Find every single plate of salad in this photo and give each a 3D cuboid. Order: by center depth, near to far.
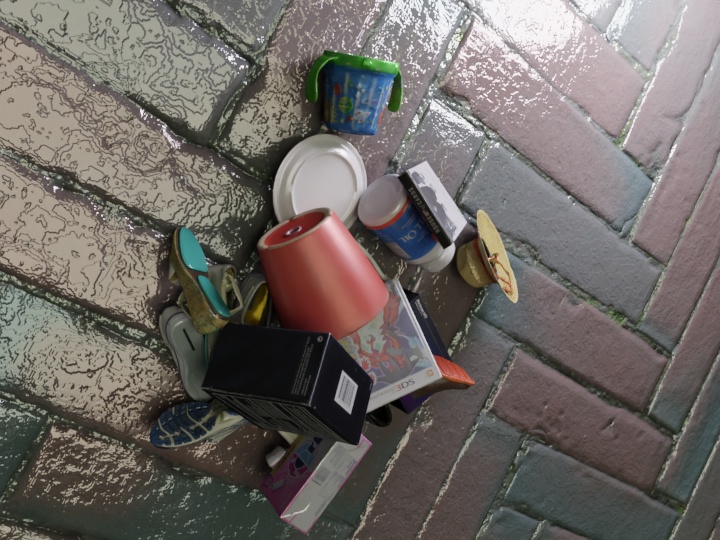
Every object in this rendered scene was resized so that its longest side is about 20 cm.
[{"bbox_3d":[-0.075,-0.145,1.264,0.199,0.048,0.202,-13,113,-33],"label":"plate of salad"}]

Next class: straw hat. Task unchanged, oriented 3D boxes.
[{"bbox_3d":[0.243,-0.015,1.434,0.085,0.202,0.202,-22,116,23],"label":"straw hat"}]

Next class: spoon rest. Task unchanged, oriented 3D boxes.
[{"bbox_3d":[-0.128,0.404,1.343,0.099,0.061,0.201,-35,126,-17],"label":"spoon rest"}]

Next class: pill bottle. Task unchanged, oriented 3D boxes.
[{"bbox_3d":[0.094,-0.082,1.325,0.200,0.112,0.113,39,80,-39],"label":"pill bottle"}]

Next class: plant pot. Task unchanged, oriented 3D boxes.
[{"bbox_3d":[-0.075,0.004,1.187,0.200,0.200,0.178,-33,112,-19],"label":"plant pot"}]

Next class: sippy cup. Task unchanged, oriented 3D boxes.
[{"bbox_3d":[-0.008,-0.310,1.236,0.176,0.140,0.131,9,106,-6],"label":"sippy cup"}]

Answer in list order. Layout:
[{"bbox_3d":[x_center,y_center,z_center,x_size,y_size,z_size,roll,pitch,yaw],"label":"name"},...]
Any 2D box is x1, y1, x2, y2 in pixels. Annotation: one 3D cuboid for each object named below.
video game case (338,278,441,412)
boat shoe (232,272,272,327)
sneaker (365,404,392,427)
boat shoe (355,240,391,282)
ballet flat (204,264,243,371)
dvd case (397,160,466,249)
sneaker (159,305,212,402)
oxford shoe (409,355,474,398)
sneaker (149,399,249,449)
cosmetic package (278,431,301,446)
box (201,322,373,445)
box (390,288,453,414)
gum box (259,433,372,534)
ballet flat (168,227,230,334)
[{"bbox_3d":[0.026,0.140,1.275,0.181,0.023,0.201,-24,79,-3],"label":"video game case"},{"bbox_3d":[-0.191,0.108,1.231,0.074,0.086,0.204,19,90,-29],"label":"boat shoe"},{"bbox_3d":[0.005,0.216,1.352,0.076,0.087,0.201,-39,114,-16],"label":"sneaker"},{"bbox_3d":[0.000,0.000,1.311,0.060,0.076,0.200,-46,123,-6],"label":"boat shoe"},{"bbox_3d":[-0.227,0.082,1.173,0.063,0.067,0.202,-11,69,8],"label":"ballet flat"},{"bbox_3d":[0.137,-0.126,1.293,0.025,0.200,0.151,-32,93,20],"label":"dvd case"},{"bbox_3d":[-0.288,0.139,1.199,0.073,0.071,0.201,-25,131,-23],"label":"sneaker"},{"bbox_3d":[0.127,0.208,1.350,0.199,0.071,0.073,14,111,-23],"label":"oxford shoe"},{"bbox_3d":[-0.265,0.272,1.220,0.199,0.077,0.086,-16,140,-27],"label":"sneaker"},{"bbox_3d":[-0.099,0.288,1.320,0.105,0.071,0.200,-42,115,-14],"label":"cosmetic package"},{"bbox_3d":[-0.111,0.182,1.131,0.200,0.197,0.124,55,44,-53],"label":"box"},{"bbox_3d":[0.088,0.159,1.394,0.141,0.079,0.201,-37,114,-20],"label":"box"},{"bbox_3d":[-0.077,0.340,1.235,0.066,0.113,0.200,42,81,-27],"label":"gum box"},{"bbox_3d":[-0.275,0.018,1.140,0.070,0.201,0.071,-24,153,-13],"label":"ballet flat"}]
